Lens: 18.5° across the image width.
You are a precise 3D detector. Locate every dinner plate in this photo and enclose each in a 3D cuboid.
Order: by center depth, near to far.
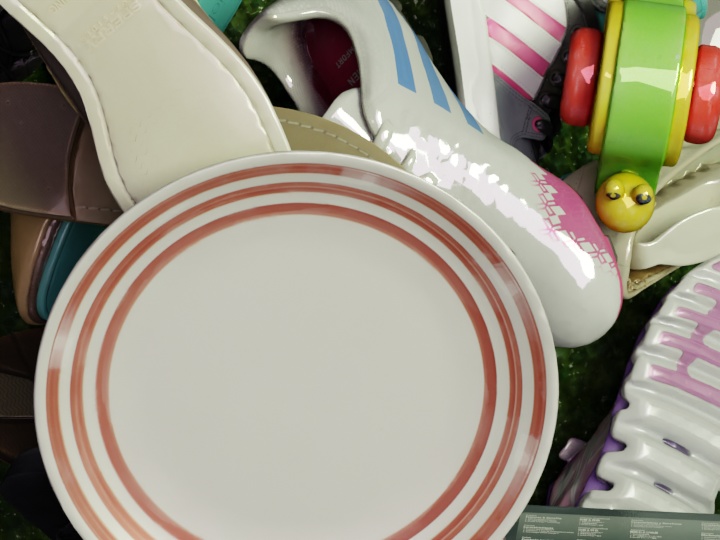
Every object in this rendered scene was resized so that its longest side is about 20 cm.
[{"bbox_3d":[-0.024,0.048,0.848,0.200,0.024,0.200,-1,109,-3],"label":"dinner plate"}]

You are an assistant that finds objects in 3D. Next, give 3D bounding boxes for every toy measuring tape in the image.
[{"bbox_3d":[0.124,-0.115,0.927,0.074,0.074,0.200,11,80,-9],"label":"toy measuring tape"}]

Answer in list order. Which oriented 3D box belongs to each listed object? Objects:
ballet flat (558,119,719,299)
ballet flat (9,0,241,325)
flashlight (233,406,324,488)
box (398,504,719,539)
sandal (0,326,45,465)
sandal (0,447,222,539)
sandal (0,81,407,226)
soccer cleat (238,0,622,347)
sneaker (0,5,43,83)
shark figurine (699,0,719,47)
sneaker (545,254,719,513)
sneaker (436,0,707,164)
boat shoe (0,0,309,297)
[{"bbox_3d":[0.172,-0.039,0.996,0.200,0.069,0.069,-26,91,-27],"label":"ballet flat"},{"bbox_3d":[-0.115,-0.071,0.982,0.063,0.069,0.200,24,79,20],"label":"ballet flat"},{"bbox_3d":[-0.016,0.133,0.938,0.068,0.068,0.200,-19,115,-10],"label":"flashlight"},{"bbox_3d":[0.116,0.177,0.911,0.200,0.046,0.159,1,114,9],"label":"box"},{"bbox_3d":[-0.078,0.068,0.976,0.200,0.055,0.082,-2,48,-23],"label":"sandal"},{"bbox_3d":[-0.068,0.145,0.899,0.200,0.076,0.043,41,54,-1],"label":"sandal"},{"bbox_3d":[-0.064,-0.030,0.916,0.212,0.070,0.078,14,83,7],"label":"sandal"},{"bbox_3d":[0.024,-0.040,0.926,0.200,0.086,0.070,49,124,16],"label":"soccer cleat"},{"bbox_3d":[-0.140,-0.127,0.936,0.200,0.091,0.076,-61,142,-17],"label":"sneaker"},{"bbox_3d":[0.241,-0.144,1.030,0.214,0.090,0.128,14,86,-7],"label":"shark figurine"},{"bbox_3d":[0.130,0.084,0.998,0.080,0.088,0.200,31,73,-14],"label":"sneaker"},{"bbox_3d":[0.099,-0.099,1.006,0.121,0.084,0.200,-5,86,-1],"label":"sneaker"},{"bbox_3d":[-0.085,-0.080,0.852,0.072,0.060,0.200,-36,99,9],"label":"boat shoe"}]
